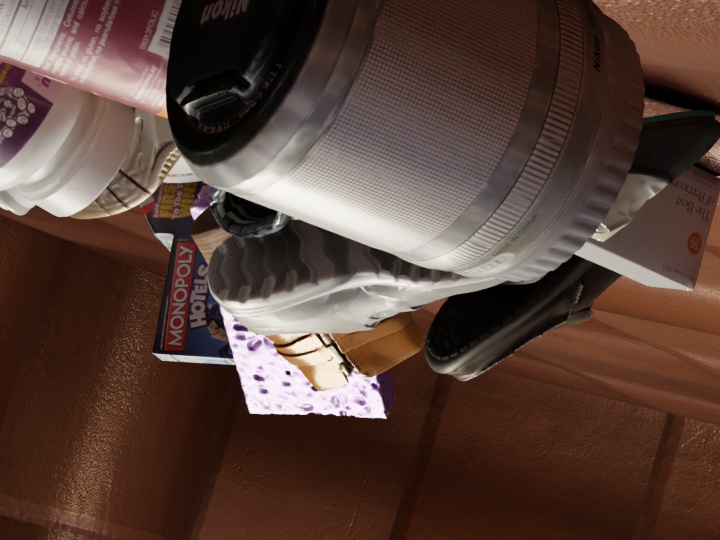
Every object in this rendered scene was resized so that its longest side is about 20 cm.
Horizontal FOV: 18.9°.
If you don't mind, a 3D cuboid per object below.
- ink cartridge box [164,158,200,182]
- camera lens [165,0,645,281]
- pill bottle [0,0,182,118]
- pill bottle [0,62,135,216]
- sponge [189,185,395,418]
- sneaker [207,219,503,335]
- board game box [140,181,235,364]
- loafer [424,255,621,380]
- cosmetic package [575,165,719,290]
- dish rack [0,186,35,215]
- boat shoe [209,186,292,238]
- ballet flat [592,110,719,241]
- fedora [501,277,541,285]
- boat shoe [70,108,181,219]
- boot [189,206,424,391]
[{"bbox_3d":[-0.130,-0.088,1.579,0.199,0.050,0.162,22,174,11],"label":"ink cartridge box"},{"bbox_3d":[0.017,-0.092,1.052,0.199,0.161,0.160,21,173,-30],"label":"camera lens"},{"bbox_3d":[-0.162,-0.161,1.160,0.199,0.115,0.114,19,174,-16],"label":"pill bottle"},{"bbox_3d":[-0.231,-0.116,1.266,0.200,0.113,0.112,35,166,-33],"label":"pill bottle"},{"bbox_3d":[-0.046,0.025,1.547,0.111,0.030,0.201,3,131,19],"label":"sponge"},{"bbox_3d":[0.008,-0.003,1.356,0.199,0.075,0.082,-7,150,9],"label":"sneaker"},{"bbox_3d":[-0.090,-0.018,1.684,0.199,0.201,0.062,3,160,17],"label":"board game box"},{"bbox_3d":[0.139,0.023,1.606,0.071,0.200,0.073,55,179,-34],"label":"loafer"},{"bbox_3d":[0.149,-0.054,1.423,0.199,0.083,0.051,21,174,-36],"label":"cosmetic package"},{"bbox_3d":[-0.293,-0.129,1.543,0.200,0.043,0.172,49,-167,-22],"label":"dish rack"},{"bbox_3d":[-0.016,-0.081,1.273,0.071,0.091,0.200,48,144,1],"label":"boat shoe"},{"bbox_3d":[0.119,-0.050,1.293,0.199,0.069,0.068,-6,170,10],"label":"ballet flat"},{"bbox_3d":[0.062,-0.065,1.528,0.176,0.091,0.200,10,164,42],"label":"fedora"},{"bbox_3d":[-0.141,-0.100,1.458,0.200,0.063,0.073,-30,109,33],"label":"boat shoe"},{"bbox_3d":[0.000,0.000,1.432,0.199,0.077,0.155,-24,117,27],"label":"boot"}]
